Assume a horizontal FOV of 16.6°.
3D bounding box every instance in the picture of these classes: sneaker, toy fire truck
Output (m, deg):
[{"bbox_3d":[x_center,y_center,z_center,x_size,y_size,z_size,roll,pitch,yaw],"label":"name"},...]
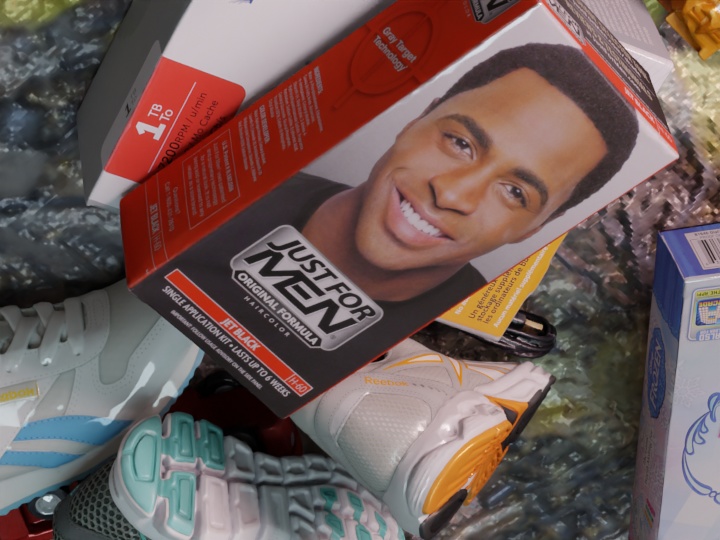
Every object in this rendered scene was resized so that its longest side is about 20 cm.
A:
[{"bbox_3d":[0.025,0.056,1.095,0.092,0.200,0.076,35,97,9],"label":"sneaker"},{"bbox_3d":[-0.155,0.051,1.100,0.200,0.077,0.081,-32,123,10],"label":"sneaker"},{"bbox_3d":[-0.057,0.125,1.122,0.091,0.078,0.200,-30,138,32],"label":"sneaker"},{"bbox_3d":[-0.117,0.134,1.181,0.200,0.049,0.141,-16,128,-1],"label":"toy fire truck"}]

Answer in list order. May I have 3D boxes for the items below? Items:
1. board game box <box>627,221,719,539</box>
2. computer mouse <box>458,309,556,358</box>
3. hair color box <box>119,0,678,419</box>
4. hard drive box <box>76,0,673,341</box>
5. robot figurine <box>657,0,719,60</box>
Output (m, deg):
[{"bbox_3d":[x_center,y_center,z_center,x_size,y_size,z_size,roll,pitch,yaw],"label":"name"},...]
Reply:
[{"bbox_3d":[0.229,0.056,1.137,0.200,0.043,0.199,-7,129,-10],"label":"board game box"},{"bbox_3d":[0.000,0.000,1.105,0.200,0.059,0.034,14,106,-21],"label":"computer mouse"},{"bbox_3d":[0.013,-0.036,0.975,0.200,0.061,0.102,-35,126,18],"label":"hair color box"},{"bbox_3d":[0.003,-0.076,1.037,0.200,0.077,0.156,18,120,-21],"label":"hard drive box"},{"bbox_3d":[0.182,-0.185,1.003,0.200,0.058,0.145,-40,123,18],"label":"robot figurine"}]
